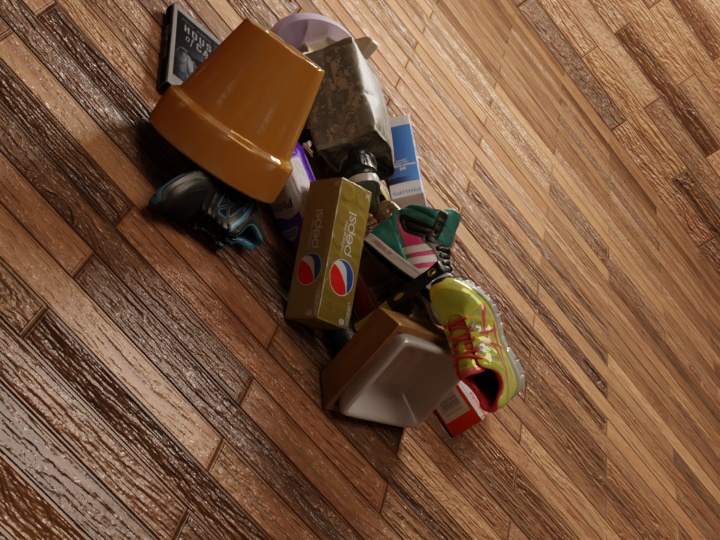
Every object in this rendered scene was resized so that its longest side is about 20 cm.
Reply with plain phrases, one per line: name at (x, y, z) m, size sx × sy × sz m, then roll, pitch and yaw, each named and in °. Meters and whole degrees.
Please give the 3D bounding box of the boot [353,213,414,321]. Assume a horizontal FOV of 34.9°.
boot at (0.000, 0.000, 1.695) m, size 0.074 × 0.107 × 0.202 m, roll -18°, pitch 75°, yaw -27°

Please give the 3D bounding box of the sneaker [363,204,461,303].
sneaker at (0.114, -0.023, 1.616) m, size 0.199 × 0.121 × 0.084 m, roll 39°, pitch -7°, yaw 13°

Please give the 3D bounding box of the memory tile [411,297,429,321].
memory tile at (0.079, 0.033, 1.877) m, size 0.199 × 0.017 × 0.154 m, roll 14°, pitch 48°, yaw -53°

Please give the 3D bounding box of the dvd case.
dvd case at (-0.233, -0.291, 1.700) m, size 0.150 × 0.025 × 0.201 m, roll 37°, pitch 33°, yaw -35°

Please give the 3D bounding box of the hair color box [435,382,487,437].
hair color box at (0.169, 0.171, 1.821) m, size 0.111 × 0.064 × 0.200 m, roll 55°, pitch 25°, yaw 0°

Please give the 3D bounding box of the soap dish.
soap dish at (0.050, 0.134, 1.570) m, size 0.199 × 0.158 × 0.081 m, roll 18°, pitch 28°, yaw -52°

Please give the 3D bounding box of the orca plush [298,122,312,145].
orca plush at (-0.127, -0.208, 1.774) m, size 0.104 × 0.072 × 0.201 m, roll -1°, pitch 41°, yaw -6°

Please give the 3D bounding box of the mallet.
mallet at (0.030, 0.043, 1.579) m, size 0.066 × 0.200 × 0.041 m, roll 53°, pitch 18°, yaw 21°

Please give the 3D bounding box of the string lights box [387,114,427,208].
string lights box at (0.077, -0.165, 2.005) m, size 0.103 × 0.058 × 0.201 m, roll 73°, pitch 7°, yaw -48°

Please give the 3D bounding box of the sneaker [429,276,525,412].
sneaker at (0.150, 0.100, 1.520) m, size 0.201 × 0.078 × 0.090 m, roll 57°, pitch 38°, yaw -10°

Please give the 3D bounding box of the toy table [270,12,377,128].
toy table at (-0.054, -0.335, 1.903) m, size 0.199 × 0.185 × 0.117 m, roll 10°, pitch 34°, yaw -40°

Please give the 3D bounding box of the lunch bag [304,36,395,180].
lunch bag at (-0.013, -0.236, 1.764) m, size 0.200 × 0.116 × 0.166 m, roll 38°, pitch 36°, yaw -67°

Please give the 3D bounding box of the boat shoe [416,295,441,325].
boat shoe at (0.113, 0.017, 1.862) m, size 0.072 × 0.075 × 0.202 m, roll 101°, pitch -23°, yaw -64°

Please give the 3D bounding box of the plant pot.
plant pot at (-0.147, -0.221, 1.512) m, size 0.199 × 0.184 × 0.200 m, roll 35°, pitch 9°, yaw -6°

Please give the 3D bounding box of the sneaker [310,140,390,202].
sneaker at (-0.016, -0.170, 1.892) m, size 0.201 × 0.077 × 0.082 m, roll 61°, pitch 18°, yaw -8°

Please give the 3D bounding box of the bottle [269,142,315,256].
bottle at (-0.085, -0.082, 1.646) m, size 0.065 × 0.083 × 0.202 m, roll -25°, pitch 95°, yaw -33°

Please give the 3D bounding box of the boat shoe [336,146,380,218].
boat shoe at (-0.004, -0.122, 1.743) m, size 0.075 × 0.200 × 0.061 m, roll -4°, pitch 71°, yaw -12°

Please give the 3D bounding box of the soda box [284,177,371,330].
soda box at (-0.043, -0.022, 1.576) m, size 0.067 × 0.064 × 0.202 m, roll 24°, pitch 69°, yaw -46°

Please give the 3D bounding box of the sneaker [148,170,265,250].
sneaker at (-0.189, -0.074, 1.475) m, size 0.199 × 0.073 × 0.083 m, roll 4°, pitch 57°, yaw -58°

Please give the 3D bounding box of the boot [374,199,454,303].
boot at (0.087, -0.001, 1.743) m, size 0.201 × 0.072 × 0.167 m, roll 58°, pitch -9°, yaw 28°
